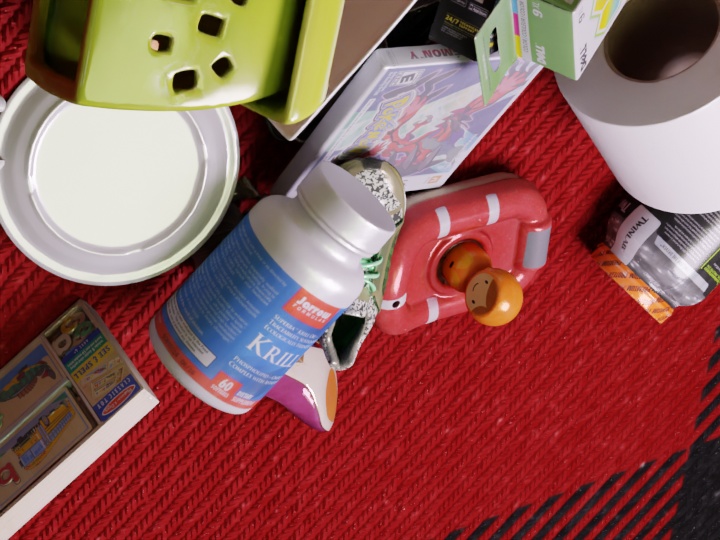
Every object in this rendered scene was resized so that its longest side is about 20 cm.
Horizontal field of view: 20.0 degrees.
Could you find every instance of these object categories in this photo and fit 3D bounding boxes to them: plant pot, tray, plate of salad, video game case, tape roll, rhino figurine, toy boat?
[{"bbox_3d":[-0.113,-0.205,1.400,0.181,0.200,0.200,9,99,-20],"label":"plant pot"},{"bbox_3d":[-0.011,-0.200,1.609,0.200,0.107,0.022,-48,140,7],"label":"tray"},{"bbox_3d":[-0.194,-0.085,1.606,0.200,0.048,0.201,-6,110,-16],"label":"plate of salad"},{"bbox_3d":[0.042,-0.122,1.703,0.182,0.023,0.200,-9,153,-37],"label":"video game case"},{"bbox_3d":[0.284,-0.169,1.777,0.203,0.203,0.139,-41,137,-1],"label":"tape roll"},{"bbox_3d":[-0.104,-0.023,1.719,0.087,0.060,0.200,-32,140,4],"label":"rhino figurine"},{"bbox_3d":[0.096,0.002,1.831,0.200,0.131,0.131,-16,131,-25],"label":"toy boat"}]

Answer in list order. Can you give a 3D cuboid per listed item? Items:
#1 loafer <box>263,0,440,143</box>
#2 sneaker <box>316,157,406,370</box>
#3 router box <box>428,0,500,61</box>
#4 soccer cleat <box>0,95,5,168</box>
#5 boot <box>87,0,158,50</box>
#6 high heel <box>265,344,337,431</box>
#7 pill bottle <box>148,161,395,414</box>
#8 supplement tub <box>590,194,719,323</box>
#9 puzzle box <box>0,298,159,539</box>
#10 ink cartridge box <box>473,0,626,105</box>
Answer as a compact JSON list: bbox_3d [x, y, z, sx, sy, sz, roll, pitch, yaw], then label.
[{"bbox_3d":[0.003,-0.176,1.663,0.200,0.071,0.073,-46,137,4],"label":"loafer"},{"bbox_3d":[0.000,0.000,1.714,0.077,0.089,0.200,2,124,-11],"label":"sneaker"},{"bbox_3d":[0.137,-0.262,1.641,0.200,0.051,0.149,-33,147,-56],"label":"router box"},{"bbox_3d":[-0.312,-0.051,1.538,0.086,0.070,0.200,-5,126,-33],"label":"soccer cleat"},{"bbox_3d":[-0.123,-0.201,1.540,0.201,0.071,0.144,-2,113,-20],"label":"boot"},{"bbox_3d":[-0.082,0.095,1.849,0.096,0.068,0.200,1,159,15],"label":"high heel"},{"bbox_3d":[-0.068,0.011,1.643,0.200,0.112,0.112,-47,138,17],"label":"pill bottle"},{"bbox_3d":[0.322,-0.053,1.956,0.200,0.123,0.123,-46,137,5],"label":"supplement tub"},{"bbox_3d":[-0.270,0.130,1.669,0.200,0.133,0.025,-42,137,0],"label":"puzzle box"},{"bbox_3d":[0.166,-0.220,1.597,0.200,0.059,0.104,-57,161,-18],"label":"ink cartridge box"}]
